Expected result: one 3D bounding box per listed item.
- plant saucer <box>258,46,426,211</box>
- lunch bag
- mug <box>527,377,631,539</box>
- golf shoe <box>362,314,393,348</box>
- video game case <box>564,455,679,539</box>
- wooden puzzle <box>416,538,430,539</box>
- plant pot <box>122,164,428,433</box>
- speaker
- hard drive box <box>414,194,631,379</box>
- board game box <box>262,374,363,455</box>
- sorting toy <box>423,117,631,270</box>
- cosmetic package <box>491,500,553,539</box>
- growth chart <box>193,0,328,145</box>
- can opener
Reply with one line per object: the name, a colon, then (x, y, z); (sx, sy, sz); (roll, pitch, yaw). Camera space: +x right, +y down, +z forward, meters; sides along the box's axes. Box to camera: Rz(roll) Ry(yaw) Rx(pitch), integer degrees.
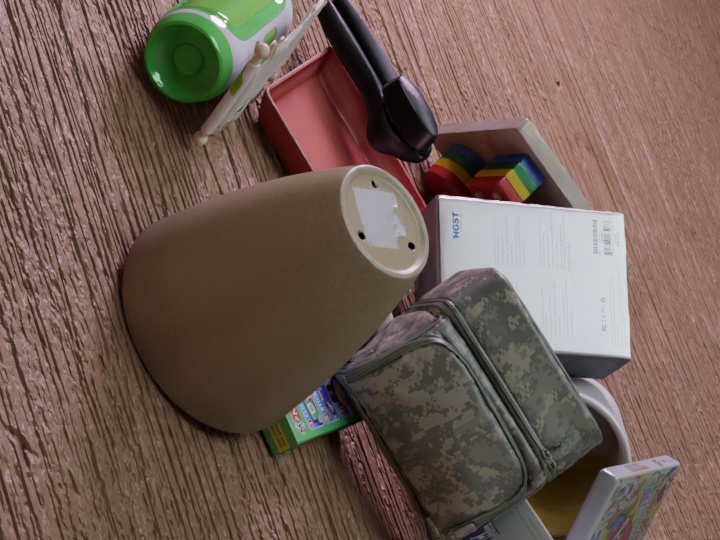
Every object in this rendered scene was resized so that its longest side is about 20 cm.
plant saucer: (-0.022, -0.107, 1.864); (0.200, 0.037, 0.200); (59, 24, -7)
lunch bag: (0.088, 0.120, 1.649); (0.200, 0.167, 0.139); (59, -13, -8)
mug: (0.193, 0.187, 1.910); (0.149, 0.187, 0.153); (28, 17, 4)
golf shoe: (0.000, 0.000, 1.700); (0.200, 0.092, 0.073); (58, 8, -51)
video game case: (0.225, 0.272, 1.802); (0.023, 0.201, 0.182); (30, 13, 25)
wooden puzzle: (0.100, 0.318, 1.587); (0.186, 0.046, 0.200); (57, -5, -3)
plant pot: (-0.050, 0.003, 1.461); (0.187, 0.200, 0.188); (26, 49, -35)
speaker: (-0.125, -0.214, 1.709); (0.089, 0.088, 0.200); (57, 26, -11)
hard drive box: (0.158, 0.018, 1.870); (0.199, 0.077, 0.157); (6, 70, -15)
board game box: (-0.075, 0.050, 1.612); (0.134, 0.029, 0.201); (-12, 76, -64)
sorting toy: (0.162, -0.060, 2.025); (0.070, 0.199, 0.200); (-44, 108, -18)
cosmetic package: (0.166, 0.312, 1.670); (0.200, 0.085, 0.108); (60, -1, -22)
growth chart: (-0.086, -0.179, 1.698); (0.018, 0.145, 0.200); (39, 32, -2)
can opener: (0.017, -0.195, 1.916); (0.063, 0.079, 0.200); (-2, 58, -55)
